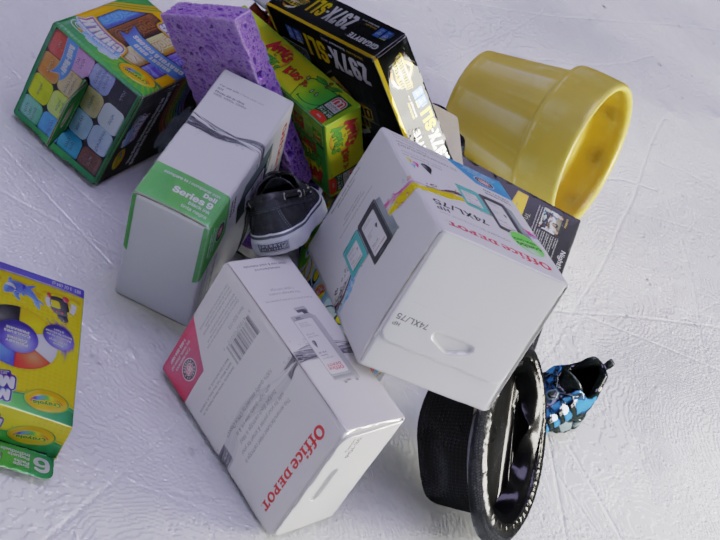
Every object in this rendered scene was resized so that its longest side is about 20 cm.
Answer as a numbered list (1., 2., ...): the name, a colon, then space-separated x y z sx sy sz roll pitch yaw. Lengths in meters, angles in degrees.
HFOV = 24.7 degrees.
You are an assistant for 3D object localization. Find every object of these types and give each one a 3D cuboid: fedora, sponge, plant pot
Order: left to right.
1. sponge: -0.123 -0.174 1.653 0.111 0.201 0.030 13 44 40
2. fedora: 0.110 0.160 1.578 0.091 0.203 0.200 3 21 27
3. plant pot: 0.213 -0.179 2.063 0.188 0.203 0.200 28 29 21

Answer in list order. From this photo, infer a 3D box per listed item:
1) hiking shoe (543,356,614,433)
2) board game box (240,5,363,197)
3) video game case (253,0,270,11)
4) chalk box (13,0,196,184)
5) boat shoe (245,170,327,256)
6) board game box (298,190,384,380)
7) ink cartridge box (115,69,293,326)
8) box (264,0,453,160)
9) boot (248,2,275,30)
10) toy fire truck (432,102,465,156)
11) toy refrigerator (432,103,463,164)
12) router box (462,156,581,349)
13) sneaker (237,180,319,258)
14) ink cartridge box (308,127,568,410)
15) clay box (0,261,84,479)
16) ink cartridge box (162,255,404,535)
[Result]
1. hiking shoe: 0.186 0.136 1.715 0.074 0.087 0.199 45 34 17
2. board game box: -0.075 -0.176 1.693 0.047 0.102 0.200 -32 55 -22
3. video game case: -0.028 -0.250 1.839 0.199 0.022 0.182 38 7 15
4. chalk box: -0.263 -0.183 1.685 0.124 0.125 0.200 40 32 9
5. boat shoe: -0.072 -0.065 1.556 0.068 0.057 0.200 -12 14 5
6. board game box: 0.000 0.000 1.706 0.104 0.103 0.201 25 33 -18
7. ink cartridge box: -0.148 -0.072 1.576 0.083 0.147 0.201 24 48 6
8. box: -0.002 -0.190 1.654 0.049 0.161 0.200 -36 40 -17
9. boot: -0.097 -0.241 1.833 0.197 0.109 0.075 8 16 6
10. toy fire truck: 0.028 -0.106 1.876 0.198 0.130 0.177 -13 46 -15
11. toy refrigerator: 0.066 -0.091 1.718 0.069 0.076 0.201 24 33 -19
12. router box: 0.133 0.002 1.774 0.156 0.052 0.202 27 70 -12
13. sneaker: -0.098 -0.082 1.742 0.080 0.084 0.200 37 34 5
14. ink cartridge box: 0.066 -0.002 1.496 0.146 0.147 0.201 22 22 -27
15. clay box: -0.298 0.079 1.389 0.114 0.048 0.201 20 35 -21
16. ink cartridge box: -0.072 0.110 1.460 0.082 0.147 0.201 -8 52 -46
